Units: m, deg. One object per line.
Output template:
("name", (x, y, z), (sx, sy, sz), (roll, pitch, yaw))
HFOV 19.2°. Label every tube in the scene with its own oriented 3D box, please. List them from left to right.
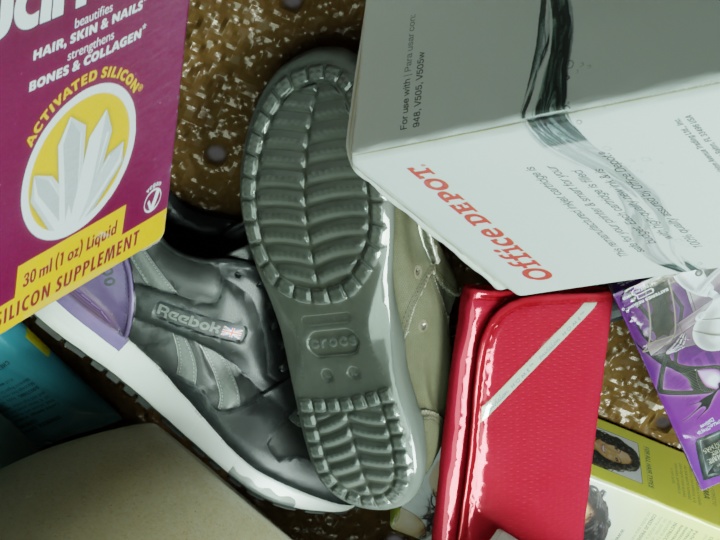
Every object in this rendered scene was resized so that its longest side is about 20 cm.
("tube", (-0.198, 0.018, 0.964), (0.077, 0.051, 0.200), (-18, 127, 30))

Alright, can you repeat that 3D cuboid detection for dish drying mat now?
("dish drying mat", (0.068, 0.105, 0.940), (0.076, 0.018, 0.202), (0, 103, -28))

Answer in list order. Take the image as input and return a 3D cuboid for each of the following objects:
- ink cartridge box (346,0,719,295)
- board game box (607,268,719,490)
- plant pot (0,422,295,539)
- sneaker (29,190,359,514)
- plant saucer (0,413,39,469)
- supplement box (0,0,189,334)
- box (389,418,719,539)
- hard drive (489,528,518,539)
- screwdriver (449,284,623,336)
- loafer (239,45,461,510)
("ink cartridge box", (0.114, -0.064, 0.808), (0.199, 0.084, 0.146), (-9, 153, 29))
("board game box", (0.217, 0.008, 0.929), (0.199, 0.032, 0.120), (-25, 124, 7))
("plant pot", (-0.099, 0.147, 0.932), (0.200, 0.200, 0.135), (42, 83, -23))
("sneaker", (-0.054, 0.029, 0.945), (0.200, 0.076, 0.088), (37, 113, -18))
("plant saucer", (-0.241, 0.120, 1.018), (0.198, 0.036, 0.201), (4, 133, 4))
("supplement box", (-0.141, -0.089, 0.812), (0.103, 0.131, 0.201), (28, 129, 25))
("box", (0.118, 0.117, 1.012), (0.199, 0.050, 0.076), (21, 122, -12))
("hard drive", (0.051, 0.227, 0.942), (0.132, 0.027, 0.201), (34, 91, -30))
("screwdriver", (0.057, 0.021, 0.973), (0.198, 0.029, 0.028), (-12, 124, 21))
("loafer", (0.000, 0.000, 0.924), (0.075, 0.070, 0.202), (2, 108, 28))
